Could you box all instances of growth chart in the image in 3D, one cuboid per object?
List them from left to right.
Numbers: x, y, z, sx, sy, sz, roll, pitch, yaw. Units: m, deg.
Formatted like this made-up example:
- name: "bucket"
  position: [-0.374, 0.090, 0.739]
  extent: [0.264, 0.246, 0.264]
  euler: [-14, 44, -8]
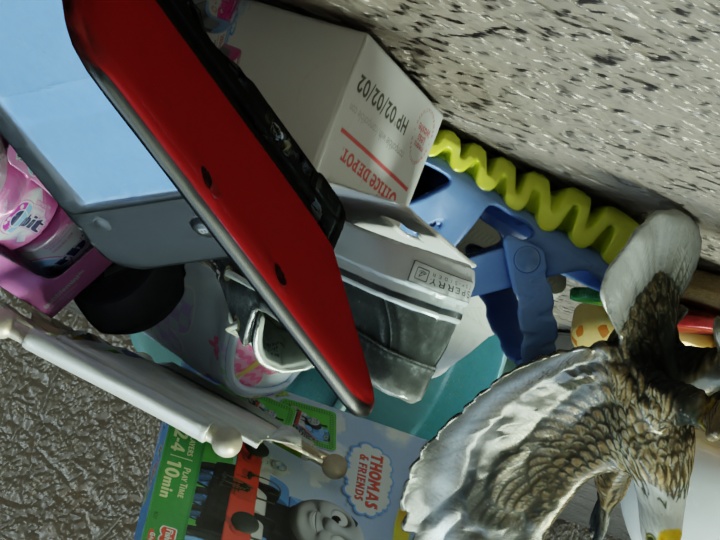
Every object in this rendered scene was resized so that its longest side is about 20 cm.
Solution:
- name: "growth chart"
  position: [-0.090, 0.056, 1.100]
  extent: [0.144, 0.018, 0.200]
  euler: [27, 180, 15]

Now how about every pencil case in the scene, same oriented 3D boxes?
- name: "pencil case"
  position: [-0.100, -0.017, 1.186]
  extent: [0.200, 0.091, 0.083]
  euler: [35, -140, 31]

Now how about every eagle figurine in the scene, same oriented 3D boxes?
- name: "eagle figurine"
  position: [0.123, 0.078, 1.119]
  extent: [0.151, 0.152, 0.199]
  euler: [34, 147, -25]

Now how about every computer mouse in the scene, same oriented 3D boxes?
- name: "computer mouse"
  position: [-0.112, -0.041, 1.132]
  extent: [0.058, 0.201, 0.034]
  euler: [-22, 134, 15]

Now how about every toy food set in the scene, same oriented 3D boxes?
- name: "toy food set"
  position: [0.206, 0.046, 1.257]
  extent: [0.199, 0.049, 0.198]
  euler: [21, 173, 7]

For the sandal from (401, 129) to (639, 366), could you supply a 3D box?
- name: "sandal"
  position: [0.039, -0.019, 1.126]
  extent: [0.199, 0.088, 0.079]
  euler: [24, 175, -6]

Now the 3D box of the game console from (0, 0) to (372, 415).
- name: "game console"
  position: [-0.094, -0.041, 0.871]
  extent: [0.171, 0.119, 0.200]
  euler: [-7, 135, 33]

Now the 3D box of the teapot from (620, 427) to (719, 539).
- name: "teapot"
  position: [0.235, 0.153, 1.342]
  extent: [0.196, 0.147, 0.200]
  euler: [16, -161, 24]

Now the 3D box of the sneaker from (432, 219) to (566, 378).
- name: "sneaker"
  position: [0.000, 0.000, 1.229]
  extent: [0.199, 0.074, 0.115]
  euler: [26, 130, -33]

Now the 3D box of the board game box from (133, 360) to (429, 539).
- name: "board game box"
  position: [-0.012, 0.134, 1.182]
  extent: [0.199, 0.037, 0.152]
  euler: [20, -143, -9]

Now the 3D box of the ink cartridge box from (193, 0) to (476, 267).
- name: "ink cartridge box"
  position: [-0.040, -0.071, 1.029]
  extent: [0.199, 0.068, 0.115]
  euler: [19, 174, 22]

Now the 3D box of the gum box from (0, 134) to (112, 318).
- name: "gum box"
  position: [-0.187, -0.076, 1.067]
  extent: [0.200, 0.066, 0.113]
  euler: [52, -173, 32]

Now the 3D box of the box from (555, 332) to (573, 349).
- name: "box"
  position: [0.202, 0.084, 1.623]
  extent: [0.144, 0.037, 0.200]
  euler: [24, 174, -18]

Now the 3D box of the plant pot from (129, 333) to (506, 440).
- name: "plant pot"
  position: [-0.039, 0.048, 1.479]
  extent: [0.187, 0.201, 0.200]
  euler: [34, 179, 25]

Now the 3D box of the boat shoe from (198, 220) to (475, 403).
- name: "boat shoe"
  position: [-0.030, 0.008, 1.011]
  extent: [0.072, 0.071, 0.200]
  euler: [23, 178, -32]

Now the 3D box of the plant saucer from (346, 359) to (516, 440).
- name: "plant saucer"
  position: [0.015, 0.090, 1.572]
  extent: [0.199, 0.201, 0.036]
  euler: [19, 163, 15]
